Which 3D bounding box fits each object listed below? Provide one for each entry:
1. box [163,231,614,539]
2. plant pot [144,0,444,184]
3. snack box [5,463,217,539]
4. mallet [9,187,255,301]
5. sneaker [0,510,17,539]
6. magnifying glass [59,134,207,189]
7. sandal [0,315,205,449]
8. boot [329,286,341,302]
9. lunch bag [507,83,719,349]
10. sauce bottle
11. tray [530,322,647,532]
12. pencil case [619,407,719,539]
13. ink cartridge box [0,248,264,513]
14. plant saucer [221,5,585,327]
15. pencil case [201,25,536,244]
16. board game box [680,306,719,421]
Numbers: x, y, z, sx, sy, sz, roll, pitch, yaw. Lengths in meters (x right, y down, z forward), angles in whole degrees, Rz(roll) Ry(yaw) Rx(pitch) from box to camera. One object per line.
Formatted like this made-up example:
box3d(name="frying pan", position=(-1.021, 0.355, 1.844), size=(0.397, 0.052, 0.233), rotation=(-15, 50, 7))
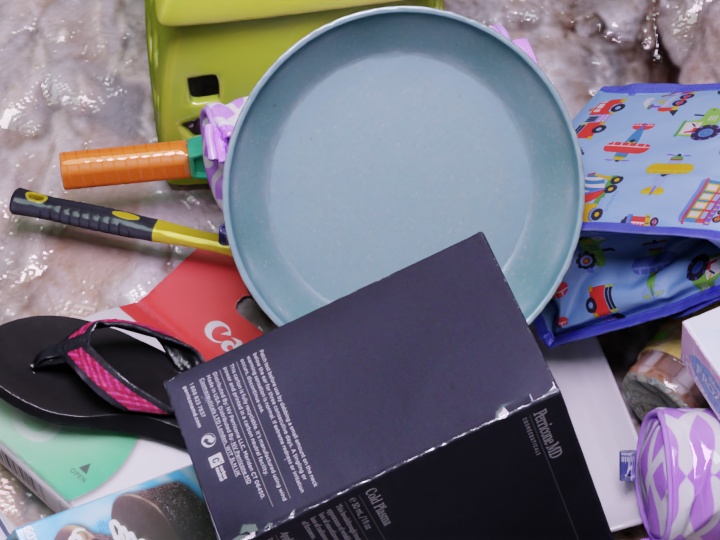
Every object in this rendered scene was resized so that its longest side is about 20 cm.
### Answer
box3d(name="box", position=(0.021, 0.103, 1.115), size=(0.181, 0.200, 0.105), rotation=(-24, 58, 1))
box3d(name="plant pot", position=(-0.044, -0.191, 1.334), size=(0.197, 0.182, 0.202), rotation=(-7, 58, -2))
box3d(name="snack box", position=(-0.096, 0.211, 1.102), size=(0.115, 0.037, 0.201), rotation=(-18, 79, -26))
box3d(name="mallet", position=(-0.120, -0.017, 1.296), size=(0.198, 0.041, 0.066), rotation=(7, 39, 3))
box3d(name="sneaker", position=(-0.148, 0.195, 1.169), size=(0.071, 0.073, 0.200), rotation=(-34, 71, -28))
box3d(name="magnifying glass", position=(-0.085, -0.072, 1.310), size=(0.198, 0.080, 0.023), rotation=(-7, 50, -4))
box3d(name="sandal", position=(-0.121, 0.060, 1.209), size=(0.198, 0.045, 0.075), rotation=(16, 46, 4))
box3d(name="boot", position=(0.000, 0.000, 1.251), size=(0.073, 0.076, 0.201), rotation=(-14, 43, 26))
box3d(name="lunch bag", position=(0.193, -0.045, 1.203), size=(0.199, 0.094, 0.151), rotation=(-9, 29, 48))
box3d(name="sauce bottle", position=(0.234, 0.017, 1.257), size=(0.064, 0.065, 0.200), rotation=(34, 64, 22))
box3d(name="tray", position=(0.096, 0.076, 1.251), size=(0.106, 0.022, 0.201), rotation=(-15, 58, -7))
box3d(name="pencil case", position=(0.246, 0.119, 1.169), size=(0.198, 0.084, 0.086), rotation=(1, 91, -3))
box3d(name="ink cartridge box", position=(-0.103, 0.074, 1.249), size=(0.161, 0.050, 0.200), rotation=(36, 68, 23))
box3d(name="plant saucer", position=(0.023, -0.044, 1.168), size=(0.198, 0.036, 0.202), rotation=(-1, 97, -5))
box3d(name="pencil case", position=(0.001, -0.083, 1.233), size=(0.198, 0.086, 0.084), rotation=(-17, 63, -10))
box3d(name="board game box", position=(0.301, 0.073, 1.109), size=(0.198, 0.044, 0.201), rotation=(-22, 56, -10))
